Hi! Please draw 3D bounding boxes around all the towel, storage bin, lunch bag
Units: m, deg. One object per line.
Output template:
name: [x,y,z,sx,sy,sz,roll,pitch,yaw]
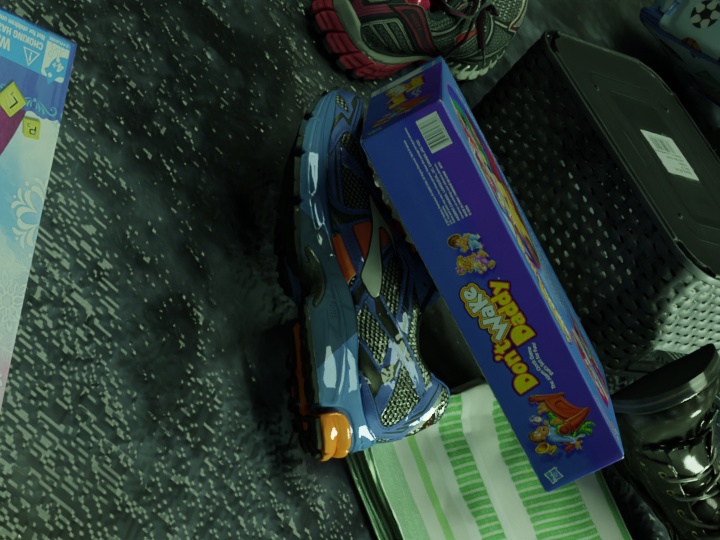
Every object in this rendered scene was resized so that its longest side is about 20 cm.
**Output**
towel: [0.077,0.129,0.929,0.200,0.023,0.153,-8,71,-53]
storage bin: [0.163,-0.039,1.061,0.135,0.094,0.201,9,45,-47]
lunch bag: [0.312,-0.143,1.291,0.200,0.076,0.160,44,3,40]

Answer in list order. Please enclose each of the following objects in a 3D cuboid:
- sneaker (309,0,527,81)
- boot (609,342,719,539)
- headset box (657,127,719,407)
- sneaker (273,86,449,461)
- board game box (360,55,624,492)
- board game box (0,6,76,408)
sneaker: [0.055,-0.164,1.078,0.200,0.075,0.081,-23,83,-55]
boot: [0.202,0.140,0.967,0.175,0.069,0.200,63,-5,12]
headset box: [0.295,0.011,1.219,0.174,0.093,0.201,40,38,-24]
sneaker: [0.000,0.000,0.871,0.078,0.075,0.201,1,68,-14]
board game box: [0.068,-0.003,0.886,0.201,0.045,0.135,61,10,-12]
board game box: [-0.211,-0.028,0.624,0.199,0.041,0.201,23,68,-41]
